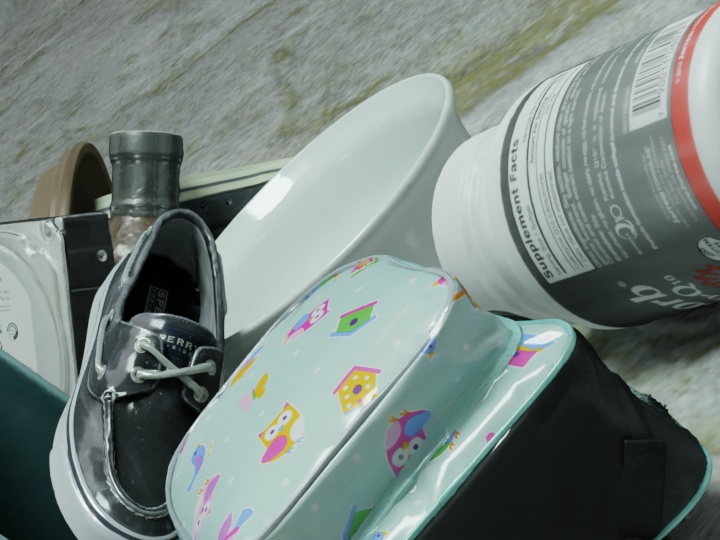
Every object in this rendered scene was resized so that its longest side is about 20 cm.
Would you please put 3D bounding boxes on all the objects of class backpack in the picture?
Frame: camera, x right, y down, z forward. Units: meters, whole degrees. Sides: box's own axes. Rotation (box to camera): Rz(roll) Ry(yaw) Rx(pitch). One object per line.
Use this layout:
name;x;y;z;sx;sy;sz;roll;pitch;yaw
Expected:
backpack;0.014;0.088;1.065;0.176;0.153;0.200;-52;11;-8

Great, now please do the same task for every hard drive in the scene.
hard drive;-0.177;0.074;1.448;0.038;0.202;0.139;-9;4;-43

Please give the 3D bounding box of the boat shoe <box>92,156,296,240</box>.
boat shoe;-0.054;-0.030;1.557;0.199;0.063;0.075;-12;-2;-22

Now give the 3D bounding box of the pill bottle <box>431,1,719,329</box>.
pill bottle;0.125;-0.039;1.157;0.200;0.116;0.116;-21;28;54

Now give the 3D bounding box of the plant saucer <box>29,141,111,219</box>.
plant saucer;-0.159;0.028;1.552;0.029;0.201;0.200;-5;24;4

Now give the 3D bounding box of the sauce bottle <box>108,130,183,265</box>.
sauce bottle;-0.116;0.026;1.470;0.065;0.064;0.202;-7;80;63

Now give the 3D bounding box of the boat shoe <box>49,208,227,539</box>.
boat shoe;-0.094;0.050;1.270;0.201;0.071;0.068;-84;21;-49

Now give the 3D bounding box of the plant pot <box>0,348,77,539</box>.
plant pot;-0.191;0.175;1.285;0.200;0.195;0.197;-51;15;15

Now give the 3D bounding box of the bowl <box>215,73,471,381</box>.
bowl;0.000;0.000;1.397;0.201;0.090;0.201;-40;17;15
